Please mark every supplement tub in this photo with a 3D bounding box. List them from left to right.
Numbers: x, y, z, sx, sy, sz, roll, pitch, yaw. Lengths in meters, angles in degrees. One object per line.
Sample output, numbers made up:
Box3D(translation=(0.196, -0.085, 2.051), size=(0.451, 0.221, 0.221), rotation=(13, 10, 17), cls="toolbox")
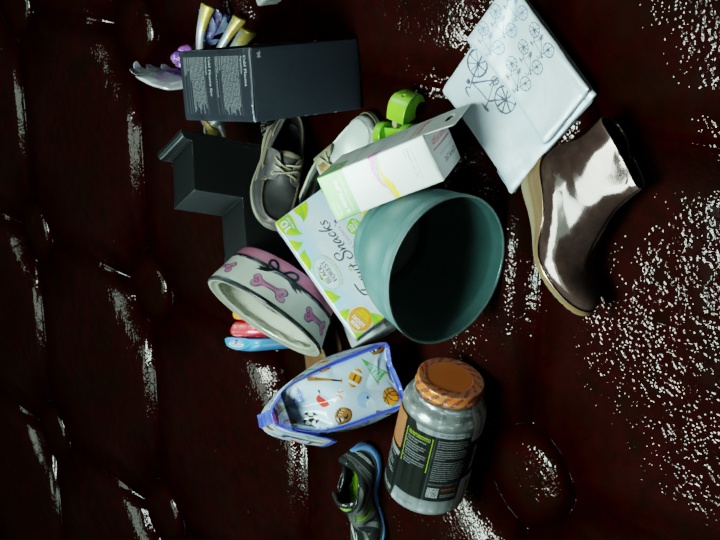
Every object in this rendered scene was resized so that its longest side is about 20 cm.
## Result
Box3D(translation=(0.108, 0.231, 1.674), size=(0.122, 0.122, 0.202), rotation=(38, 129, 37), cls="supplement tub")

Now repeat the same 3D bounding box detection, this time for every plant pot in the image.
Box3D(translation=(0.074, -0.022, 1.574), size=(0.134, 0.199, 0.203), rotation=(29, 124, 47), cls="plant pot")

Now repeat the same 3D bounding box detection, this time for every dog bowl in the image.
Box3D(translation=(-0.126, 0.042, 1.764), size=(0.199, 0.074, 0.200), rotation=(30, 164, 9), cls="dog bowl")

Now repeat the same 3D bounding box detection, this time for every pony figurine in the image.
Box3D(translation=(-0.250, -0.322, 1.929), size=(0.192, 0.166, 0.202), rotation=(35, 112, 29), cls="pony figurine")

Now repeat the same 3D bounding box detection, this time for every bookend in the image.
Box3D(translation=(-0.201, -0.094, 1.842), size=(0.092, 0.197, 0.202), rotation=(-32, 59, 50), cls="bookend")

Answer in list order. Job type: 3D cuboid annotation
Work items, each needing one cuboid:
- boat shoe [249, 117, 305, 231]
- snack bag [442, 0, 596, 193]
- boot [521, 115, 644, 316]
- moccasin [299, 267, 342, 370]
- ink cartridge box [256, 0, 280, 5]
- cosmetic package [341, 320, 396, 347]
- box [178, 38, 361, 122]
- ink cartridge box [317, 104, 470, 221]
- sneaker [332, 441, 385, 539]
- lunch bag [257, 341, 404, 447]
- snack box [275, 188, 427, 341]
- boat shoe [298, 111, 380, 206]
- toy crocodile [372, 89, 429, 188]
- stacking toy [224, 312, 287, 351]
Box3D(translation=(-0.123, -0.156, 1.804), size=(0.073, 0.074, 0.202), rotation=(124, 151, -55), cls="boat shoe")
Box3D(translation=(0.189, -0.228, 1.500), size=(0.190, 0.021, 0.200), rotation=(58, 139, 19), cls="snack bag")
Box3D(translation=(0.273, -0.061, 1.410), size=(0.166, 0.072, 0.202), rotation=(-35, 71, 52), cls="boot")
Box3D(translation=(-0.063, 0.080, 1.876), size=(0.077, 0.073, 0.204), rotation=(-5, 95, 37), cls="moccasin")
Box3D(translation=(-0.126, -0.523, 1.769), size=(0.176, 0.044, 0.202), rotation=(-22, 85, 52), cls="ink cartridge box")
Box3D(translation=(0.000, 0.000, 1.769), size=(0.101, 0.071, 0.202), rotation=(-32, 77, 52), cls="cosmetic package")
Box3D(translation=(-0.131, -0.277, 1.734), size=(0.181, 0.199, 0.105), rotation=(9, 108, 50), cls="box")
Box3D(translation=(0.056, -0.141, 1.549), size=(0.198, 0.117, 0.068), rotation=(-20, 104, 23), cls="ink cartridge box")
Box3D(translation=(-0.008, 0.373, 1.896), size=(0.070, 0.082, 0.202), rotation=(15, 114, 48), cls="sneaker")
Box3D(translation=(-0.049, 0.193, 1.756), size=(0.170, 0.198, 0.125), rotation=(138, 114, -74), cls="lunch bag")
Box3D(translation=(-0.008, -0.023, 1.685), size=(0.201, 0.142, 0.053), rotation=(54, 176, 7), cls="snack box")
Box3D(translation=(-0.030, -0.149, 1.758), size=(0.075, 0.068, 0.201), rotation=(53, 137, 24), cls="boat shoe")
Box3D(translation=(0.065, -0.149, 1.656), size=(0.067, 0.061, 0.202), rotation=(11, 115, 48), cls="toy crocodile")
Box3D(translation=(-0.163, 0.030, 1.974), size=(0.116, 0.109, 0.203), rotation=(1, 92, 53), cls="stacking toy")
